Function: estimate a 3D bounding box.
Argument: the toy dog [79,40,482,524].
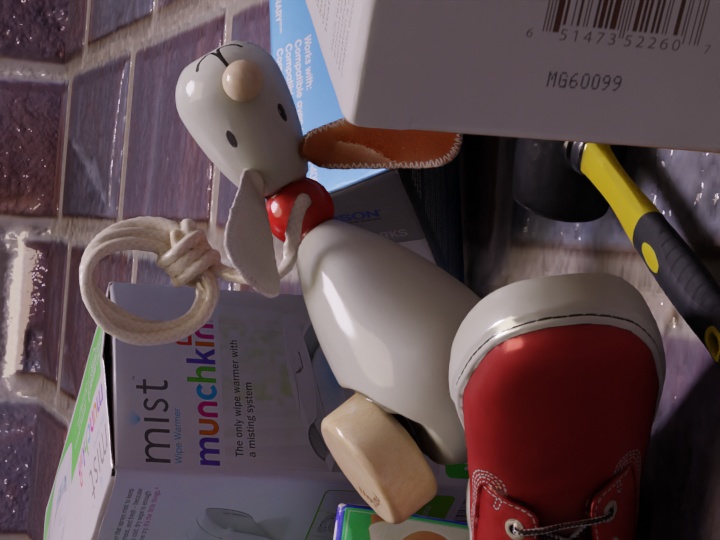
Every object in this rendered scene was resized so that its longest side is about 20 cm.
[{"bbox_3d":[0.000,0.000,0.941,0.132,0.200,0.096,-55,0,-18],"label":"toy dog"}]

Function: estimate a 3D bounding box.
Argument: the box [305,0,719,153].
[{"bbox_3d":[0.060,-0.131,0.807,0.200,0.151,0.107,-106,23,-58],"label":"box"}]

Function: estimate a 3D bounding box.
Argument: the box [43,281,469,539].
[{"bbox_3d":[-0.041,0.103,1.110,0.200,0.176,0.097,112,158,-54],"label":"box"}]

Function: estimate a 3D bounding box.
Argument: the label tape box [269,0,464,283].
[{"bbox_3d":[-0.003,-0.077,1.090,0.200,0.063,0.145,65,-159,-62],"label":"label tape box"}]

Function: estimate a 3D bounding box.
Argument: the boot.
[{"bbox_3d":[0.070,0.102,0.836,0.200,0.072,0.145,86,179,-57],"label":"boot"}]

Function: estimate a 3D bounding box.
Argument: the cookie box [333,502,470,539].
[{"bbox_3d":[0.009,0.219,0.951,0.200,0.075,0.172,-81,-2,-53],"label":"cookie box"}]

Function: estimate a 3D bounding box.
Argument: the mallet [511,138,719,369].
[{"bbox_3d":[0.096,-0.008,0.879,0.200,0.041,0.066,-110,27,-52],"label":"mallet"}]
